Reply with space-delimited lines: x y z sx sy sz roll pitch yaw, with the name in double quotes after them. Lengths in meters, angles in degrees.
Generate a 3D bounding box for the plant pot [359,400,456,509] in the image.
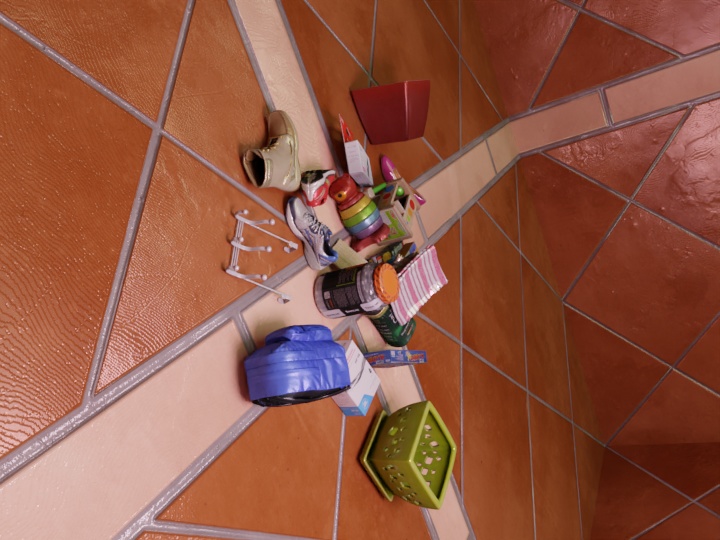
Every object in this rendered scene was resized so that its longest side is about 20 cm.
0.120 0.487 1.573 0.200 0.180 0.201 60 36 -26 "plant pot"

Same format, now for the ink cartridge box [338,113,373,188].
-0.010 -0.344 1.724 0.200 0.043 0.176 18 63 -79 "ink cartridge box"

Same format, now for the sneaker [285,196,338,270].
-0.114 -0.101 1.500 0.202 0.084 0.077 63 35 -21 "sneaker"

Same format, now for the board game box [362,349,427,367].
0.078 0.244 1.635 0.199 0.134 0.035 13 68 -54 "board game box"

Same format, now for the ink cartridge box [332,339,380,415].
-0.039 0.259 1.501 0.201 0.066 0.116 57 43 -30 "ink cartridge box"

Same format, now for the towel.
0.158 0.042 1.668 0.200 0.030 0.147 -43 130 -20 "towel"

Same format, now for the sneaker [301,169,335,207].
-0.112 -0.213 1.547 0.200 0.076 0.086 -61 149 -66 "sneaker"

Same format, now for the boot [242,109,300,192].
-0.216 -0.290 1.417 0.155 0.072 0.203 -9 93 -61 "boot"

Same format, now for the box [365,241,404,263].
0.094 -0.001 1.833 0.200 0.039 0.139 -31 106 -57 "box"

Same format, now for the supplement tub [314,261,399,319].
-0.008 0.049 1.506 0.122 0.198 0.124 24 60 -51 "supplement tub"

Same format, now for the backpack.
-0.150 0.206 1.277 0.198 0.162 0.170 -3 72 -45 "backpack"

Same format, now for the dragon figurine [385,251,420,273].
0.112 -0.013 1.714 0.198 0.099 0.060 -17 85 -24 "dragon figurine"

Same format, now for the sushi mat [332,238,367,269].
0.000 0.000 1.624 0.199 0.012 0.096 39 39 -4 "sushi mat"

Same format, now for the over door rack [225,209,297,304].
-0.209 -0.032 1.345 0.199 0.066 0.150 35 52 -47 "over door rack"

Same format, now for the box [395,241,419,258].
0.144 0.011 1.834 0.120 0.041 0.200 64 32 -21 "box"

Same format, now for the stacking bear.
-0.014 -0.172 1.668 0.201 0.120 0.114 57 31 -17 "stacking bear"

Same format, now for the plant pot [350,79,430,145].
0.107 -0.503 1.907 0.199 0.198 0.179 -30 117 -56 "plant pot"

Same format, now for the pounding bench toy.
0.076 -0.209 1.798 0.201 0.123 0.157 53 39 -33 "pounding bench toy"

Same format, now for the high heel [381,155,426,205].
0.141 -0.294 1.956 0.067 0.095 0.202 -48 120 -52 "high heel"

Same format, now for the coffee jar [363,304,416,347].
0.076 0.125 1.712 0.200 0.085 0.105 50 57 -35 "coffee jar"
